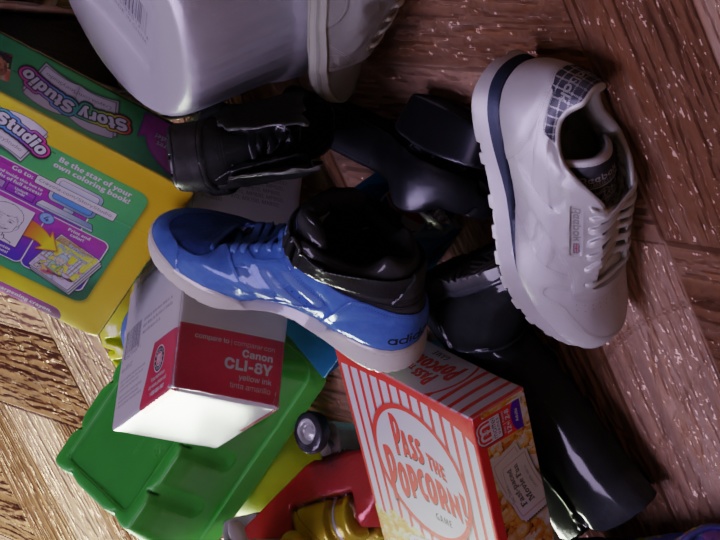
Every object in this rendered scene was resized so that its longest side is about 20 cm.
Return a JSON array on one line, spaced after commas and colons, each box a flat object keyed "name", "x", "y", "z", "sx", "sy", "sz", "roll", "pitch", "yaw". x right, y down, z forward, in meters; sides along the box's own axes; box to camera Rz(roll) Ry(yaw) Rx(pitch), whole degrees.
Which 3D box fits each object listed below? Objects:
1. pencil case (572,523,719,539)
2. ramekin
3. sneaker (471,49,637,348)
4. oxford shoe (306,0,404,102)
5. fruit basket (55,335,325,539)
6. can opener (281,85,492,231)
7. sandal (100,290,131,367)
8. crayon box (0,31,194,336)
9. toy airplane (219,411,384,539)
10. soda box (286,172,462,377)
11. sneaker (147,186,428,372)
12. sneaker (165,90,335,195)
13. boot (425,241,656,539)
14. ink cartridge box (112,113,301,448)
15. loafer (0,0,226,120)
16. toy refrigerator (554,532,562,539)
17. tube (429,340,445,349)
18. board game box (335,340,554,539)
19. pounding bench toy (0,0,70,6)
[{"name": "pencil case", "x": 0.185, "y": 0.209, "z": 1.691, "sx": 0.200, "sy": 0.087, "sz": 0.078, "roll": 161, "pitch": 108, "yaw": -63}, {"name": "ramekin", "x": -0.119, "y": -0.197, "z": 1.665, "sx": 0.200, "sy": 0.098, "sz": 0.201, "roll": 47, "pitch": 153, "yaw": 32}, {"name": "sneaker", "x": 0.126, "y": -0.033, "z": 1.511, "sx": 0.080, "sy": 0.076, "sz": 0.200, "roll": 13, "pitch": 135, "yaw": 41}, {"name": "oxford shoe", "x": -0.001, "y": -0.163, "z": 1.574, "sx": 0.058, "sy": 0.075, "sz": 0.200, "roll": 8, "pitch": 150, "yaw": 3}, {"name": "fruit basket", "x": -0.109, "y": 0.129, "z": 2.028, "sx": 0.155, "sy": 0.215, "sz": 0.216, "roll": 39, "pitch": 151, "yaw": 29}, {"name": "can opener", "x": 0.020, "y": -0.080, "z": 1.662, "sx": 0.063, "sy": 0.079, "sz": 0.200, "roll": 23, "pitch": -179, "yaw": -40}, {"name": "sandal", "x": -0.149, "y": 0.109, "z": 2.157, "sx": 0.087, "sy": 0.079, "sz": 0.200, "roll": 13, "pitch": 135, "yaw": 50}, {"name": "crayon box", "x": -0.228, "y": -0.064, "z": 1.757, "sx": 0.200, "sy": 0.058, "sz": 0.173, "roll": 27, "pitch": 133, "yaw": -11}, {"name": "toy airplane", "x": -0.038, "y": 0.209, "z": 1.914, "sx": 0.199, "sy": 0.199, "sz": 0.141, "roll": 77, "pitch": 170, "yaw": -63}, {"name": "soda box", "x": 0.000, "y": 0.000, "z": 1.772, "sx": 0.068, "sy": 0.064, "sz": 0.200, "roll": 50, "pitch": 154, "yaw": 8}, {"name": "sneaker", "x": -0.045, "y": -0.019, "z": 1.647, "sx": 0.200, "sy": 0.077, "sz": 0.111, "roll": 26, "pitch": 139, "yaw": 19}, {"name": "sneaker", "x": -0.060, "y": -0.081, "z": 1.656, "sx": 0.200, "sy": 0.104, "sz": 0.060, "roll": -34, "pitch": -66, "yaw": -78}, {"name": "boot", "x": 0.122, "y": 0.077, "z": 1.655, "sx": 0.200, "sy": 0.066, "sz": 0.165, "roll": 59, "pitch": 162, "yaw": -5}, {"name": "ink cartridge box", "x": -0.106, "y": 0.009, "z": 1.818, "sx": 0.145, "sy": 0.083, "sz": 0.201, "roll": 144, "pitch": 135, "yaw": -65}, {"name": "loafer", "x": -0.175, "y": -0.146, "z": 1.763, "sx": 0.063, "sy": 0.199, "sz": 0.072, "roll": 145, "pitch": 130, "yaw": -70}, {"name": "toy refrigerator", "x": 0.108, "y": 0.202, "z": 1.836, "sx": 0.076, "sy": 0.070, "sz": 0.200, "roll": 2, "pitch": 122, "yaw": 63}, {"name": "tube", "x": 0.035, "y": 0.080, "z": 1.838, "sx": 0.078, "sy": 0.050, "sz": 0.200, "roll": 58, "pitch": 160, "yaw": -7}, {"name": "board game box", "x": 0.063, "y": 0.146, "z": 1.707, "sx": 0.151, "sy": 0.046, "sz": 0.201, "roll": 25, "pitch": 137, "yaw": 51}, {"name": "pounding bench toy", "x": -0.200, "y": -0.162, "z": 1.859, "sx": 0.156, "sy": 0.201, "sz": 0.124, "roll": 26, "pitch": 163, "yaw": -11}]
